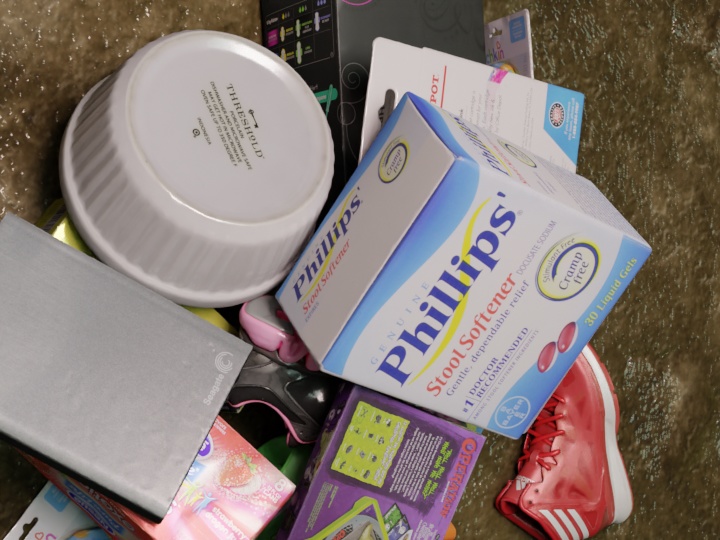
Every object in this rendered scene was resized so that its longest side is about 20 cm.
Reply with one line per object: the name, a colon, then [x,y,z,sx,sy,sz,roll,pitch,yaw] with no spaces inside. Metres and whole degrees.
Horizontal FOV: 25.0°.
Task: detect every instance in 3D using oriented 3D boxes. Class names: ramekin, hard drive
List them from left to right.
hard drive: [-0.192,0.067,1.127,0.199,0.033,0.140,29,65,-3]
ramekin: [-0.111,-0.082,1.180,0.201,0.094,0.204,12,60,-22]

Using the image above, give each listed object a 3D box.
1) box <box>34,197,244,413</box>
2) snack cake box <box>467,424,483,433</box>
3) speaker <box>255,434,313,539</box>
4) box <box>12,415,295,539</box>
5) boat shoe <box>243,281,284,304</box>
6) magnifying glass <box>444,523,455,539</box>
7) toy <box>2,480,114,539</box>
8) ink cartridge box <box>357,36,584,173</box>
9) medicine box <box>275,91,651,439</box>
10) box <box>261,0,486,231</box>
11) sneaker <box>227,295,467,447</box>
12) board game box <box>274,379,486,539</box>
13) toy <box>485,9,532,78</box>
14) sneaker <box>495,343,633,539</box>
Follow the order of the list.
box: [-0.162,0.026,1.236,0.200,0.075,0.050,46,67,-22]
snack cake box: [0.061,0.087,1.344,0.067,0.115,0.201,39,69,-23]
speaker: [-0.016,0.225,1.306,0.200,0.088,0.089,48,65,-20]
box: [-0.158,0.136,1.182,0.200,0.095,0.103,41,66,1]
boat shoe: [0.000,0.000,1.291,0.198,0.066,0.073,-3,76,3]
magnifying glass: [0.041,0.210,1.304,0.022,0.200,0.080,-38,73,8]
toy: [-0.180,0.253,1.225,0.200,0.047,0.115,47,64,-21]
ink cartridge box: [0.070,-0.098,1.244,0.199,0.068,0.116,12,82,-31]
medicine box: [0.074,0.001,1.172,0.199,0.103,0.183,21,111,-35]
box: [0.014,-0.136,1.323,0.147,0.124,0.202,-1,87,-32]
sneaker: [-0.016,0.097,1.228,0.199,0.079,0.096,25,104,-14]
board game box: [0.001,0.191,1.179,0.119,0.032,0.202,24,89,-21]
toy: [0.107,-0.110,1.379,0.047,0.115,0.202,-6,91,-22]
sneaker: [0.167,0.150,1.427,0.115,0.078,0.202,-25,98,-31]
